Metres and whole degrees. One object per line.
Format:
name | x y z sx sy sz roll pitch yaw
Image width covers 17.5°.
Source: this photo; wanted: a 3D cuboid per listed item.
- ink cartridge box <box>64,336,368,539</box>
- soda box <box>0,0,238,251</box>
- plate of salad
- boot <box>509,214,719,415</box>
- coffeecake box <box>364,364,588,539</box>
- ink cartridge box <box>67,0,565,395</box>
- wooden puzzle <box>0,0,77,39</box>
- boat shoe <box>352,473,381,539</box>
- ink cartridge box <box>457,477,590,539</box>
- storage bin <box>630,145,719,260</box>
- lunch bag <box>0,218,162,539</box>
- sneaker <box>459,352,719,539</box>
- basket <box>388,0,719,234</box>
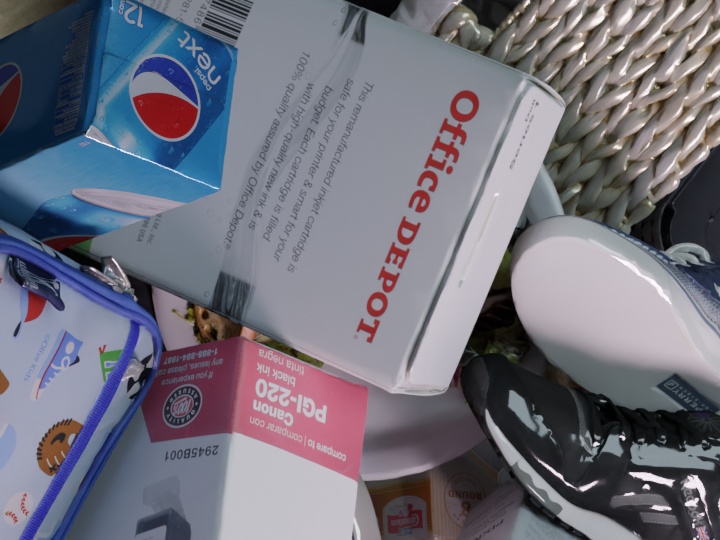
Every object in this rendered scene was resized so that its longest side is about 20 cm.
ink cartridge box | -0.084 0.141 0.992 0.085 0.146 0.200 25 63 -43
soda box | -0.139 -0.048 0.956 0.068 0.200 0.064 22 65 -37
plate of salad | 0.000 0.000 1.101 0.200 0.048 0.200 0 91 1
boot | 0.141 0.019 1.118 0.200 0.073 0.090 42 33 -32
coffeecake box | 0.065 0.049 1.207 0.153 0.073 0.200 11 72 -41
ink cartridge box | -0.030 -0.048 1.024 0.146 0.200 0.084 -67 162 3
wooden puzzle | -0.148 -0.170 1.092 0.185 0.046 0.200 -3 85 -43
boat shoe | -0.045 0.176 1.062 0.093 0.075 0.200 1 85 -43
ink cartridge box | 0.105 0.180 1.032 0.163 0.057 0.200 48 19 -2
storage bin | 0.209 -0.018 1.344 0.135 0.094 0.200 56 50 -16
lunch bag | -0.165 0.071 0.926 0.200 0.076 0.160 -60 145 -5
sneaker | 0.131 0.085 1.086 0.200 0.088 0.076 41 15 -30
basket | 0.131 -0.134 1.173 0.161 0.198 0.200 43 27 1
